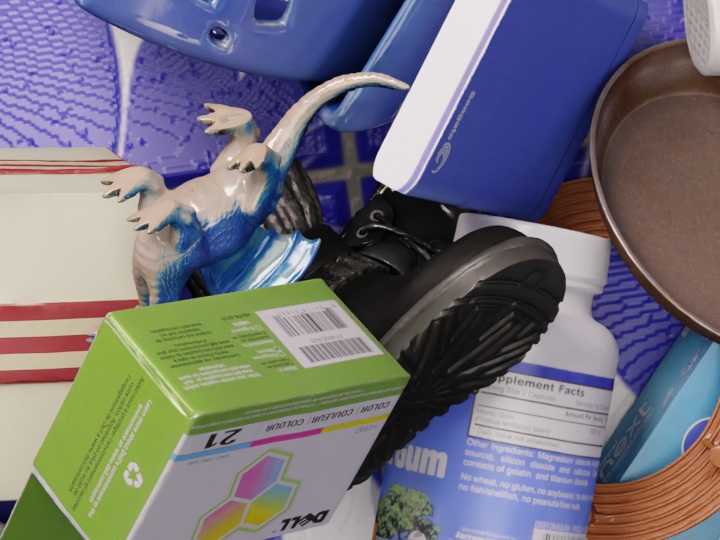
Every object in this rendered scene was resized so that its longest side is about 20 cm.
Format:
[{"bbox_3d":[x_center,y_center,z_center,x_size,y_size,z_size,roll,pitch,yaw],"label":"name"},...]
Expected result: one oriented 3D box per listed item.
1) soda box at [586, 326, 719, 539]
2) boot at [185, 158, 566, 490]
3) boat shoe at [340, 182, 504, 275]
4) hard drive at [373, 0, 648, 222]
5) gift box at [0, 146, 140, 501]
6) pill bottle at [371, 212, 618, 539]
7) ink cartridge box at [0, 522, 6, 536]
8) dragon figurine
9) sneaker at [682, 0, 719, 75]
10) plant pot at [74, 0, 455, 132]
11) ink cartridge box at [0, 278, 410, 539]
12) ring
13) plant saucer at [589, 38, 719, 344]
[{"bbox_3d":[0.167,0.120,1.647,0.068,0.064,0.201,32,97,-10],"label":"soda box"},{"bbox_3d":[-0.002,0.000,1.510,0.211,0.079,0.158,-40,58,31],"label":"boot"},{"bbox_3d":[0.016,0.004,1.605,0.074,0.066,0.200,33,100,11],"label":"boat shoe"},{"bbox_3d":[0.080,-0.093,1.513,0.025,0.200,0.132,30,98,21],"label":"hard drive"},{"bbox_3d":[-0.204,0.040,1.529,0.186,0.184,0.201,0,96,-16],"label":"gift box"},{"bbox_3d":[0.073,0.076,1.558,0.111,0.112,0.201,10,89,-7],"label":"pill bottle"},{"bbox_3d":[-0.155,0.239,1.587,0.199,0.043,0.174,23,65,-25],"label":"ink cartridge box"},{"bbox_3d":[-0.061,-0.022,1.447,0.200,0.059,0.100,-37,136,-12],"label":"dragon figurine"},{"bbox_3d":[0.229,-0.208,1.587,0.117,0.074,0.202,-5,99,-11],"label":"sneaker"},{"bbox_3d":[-0.031,-0.192,1.507,0.179,0.200,0.201,30,99,-16],"label":"plant pot"},{"bbox_3d":[-0.085,0.109,1.438,0.076,0.147,0.201,46,125,29],"label":"ink cartridge box"},{"bbox_3d":[0.131,0.049,1.610,0.199,0.019,0.202,-1,86,18],"label":"ring"},{"bbox_3d":[0.204,-0.032,1.583,0.199,0.201,0.035,25,142,-9],"label":"plant saucer"}]
